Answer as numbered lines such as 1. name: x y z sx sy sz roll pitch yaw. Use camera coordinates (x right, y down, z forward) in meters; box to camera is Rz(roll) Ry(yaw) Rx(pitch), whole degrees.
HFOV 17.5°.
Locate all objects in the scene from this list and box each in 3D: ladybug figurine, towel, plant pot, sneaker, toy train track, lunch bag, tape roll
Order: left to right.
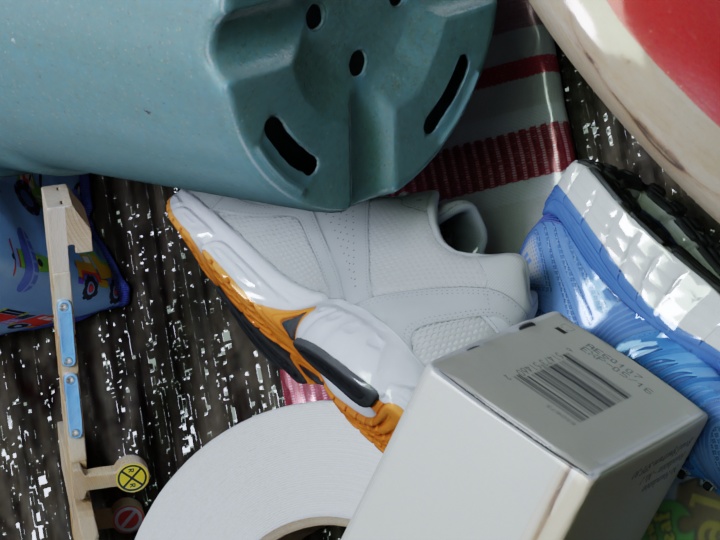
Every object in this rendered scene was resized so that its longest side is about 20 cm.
1. lunch bag: -0.230 0.002 1.025 0.199 0.150 0.094 -24 72 21
2. toy train track: -0.108 0.060 0.975 0.032 0.115 0.201 -7 115 -10
3. plant pot: -0.067 -0.113 0.875 0.196 0.200 0.201 18 90 41
4. tape roll: -0.005 0.151 0.939 0.202 0.037 0.204 -1 89 23
5. sneaker: 0.000 0.000 0.921 0.092 0.076 0.200 -40 39 -11
6. towel: 0.025 -0.023 0.973 0.143 0.023 0.201 -14 77 24
7. sneaker: 0.125 0.052 0.865 0.089 0.078 0.200 -53 57 21
8. ladybug figurine: 0.132 -0.082 0.852 0.072 0.136 0.200 -40 98 23

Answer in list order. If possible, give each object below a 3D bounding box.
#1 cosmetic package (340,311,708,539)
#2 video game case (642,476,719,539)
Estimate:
1. cosmetic package: 0.033 0.122 0.825 0.073 0.103 0.201 34 116 22
2. video game case: 0.177 0.116 0.873 0.181 0.022 0.201 4 84 28
